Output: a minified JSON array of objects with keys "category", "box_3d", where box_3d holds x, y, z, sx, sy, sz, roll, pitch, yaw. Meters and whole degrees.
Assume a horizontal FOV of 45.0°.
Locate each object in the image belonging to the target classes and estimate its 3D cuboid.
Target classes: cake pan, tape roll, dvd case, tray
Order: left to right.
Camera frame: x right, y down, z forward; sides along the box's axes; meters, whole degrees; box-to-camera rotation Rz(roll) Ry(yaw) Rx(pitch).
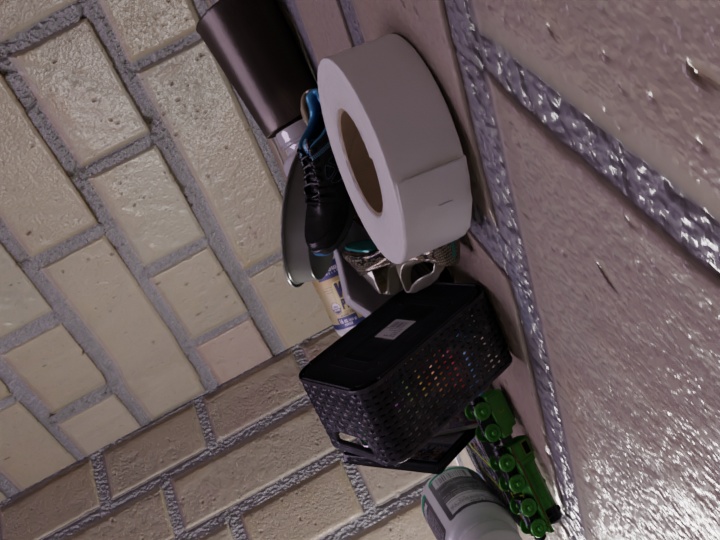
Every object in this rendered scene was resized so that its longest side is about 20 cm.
[{"category":"cake pan","box_3d":[-0.066,-0.074,1.225,0.200,0.036,0.203,6,-90,-78]},{"category":"tray","box_3d":[0.000,0.000,1.085,0.107,0.022,0.201,37,-157,-33]},{"category":"tape roll","box_3d":[0.029,-0.111,0.811,0.202,0.070,0.205,158,90,-79]},{"category":"dvd case","box_3d":[0.084,0.223,1.188,0.199,0.141,0.018,-25,-68,-58]}]

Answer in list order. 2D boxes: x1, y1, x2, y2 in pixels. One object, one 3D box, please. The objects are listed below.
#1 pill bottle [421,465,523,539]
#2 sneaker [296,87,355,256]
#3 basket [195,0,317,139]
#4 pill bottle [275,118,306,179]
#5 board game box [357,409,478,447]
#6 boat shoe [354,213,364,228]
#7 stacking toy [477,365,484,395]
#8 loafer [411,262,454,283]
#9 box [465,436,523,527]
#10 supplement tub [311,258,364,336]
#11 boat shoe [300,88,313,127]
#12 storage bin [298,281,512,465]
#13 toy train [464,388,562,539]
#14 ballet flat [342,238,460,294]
[{"category":"pill bottle","box_3d":[0.166,0.378,1.280,0.114,0.112,0.200,64,175,-15]},{"category":"sneaker","box_3d":[-0.048,-0.120,1.048,0.073,0.081,0.203,3,84,44]},{"category":"basket","box_3d":[-0.150,-0.323,1.371,0.202,0.135,0.180,60,179,-3]},{"category":"pill bottle","box_3d":[-0.053,-0.141,1.373,0.202,0.111,0.112,63,175,-5]},{"category":"board game box","box_3d":[0.080,0.188,1.241,0.200,0.197,0.026,-137,38,-75]},{"category":"boat shoe","box_3d":[0.020,-0.029,1.287,0.068,0.072,0.200,48,-169,27]},{"category":"stacking toy","box_3d":[0.059,0.145,1.184,0.111,0.198,0.116,66,175,-31]},{"category":"loafer","box_3d":[0.055,-0.058,1.044,0.063,0.072,0.201,2,127,57]},{"category":"box","box_3d":[0.200,0.280,1.317,0.162,0.044,0.200,65,175,-8]},{"category":"supplement tub","box_3d":[-0.018,0.000,1.546,0.202,0.143,0.144,63,175,-8]},{"category":"boat shoe","box_3d":[-0.039,-0.193,1.171,0.063,0.071,0.201,45,-170,-28]},{"category":"storage bin","box_3d":[0.050,0.103,0.940,0.135,0.199,0.095,2,123,55]},{"category":"toy train","box_3d":[0.196,0.244,1.100,0.202,0.056,0.042,64,160,0]},{"category":"ballet flat","box_3d":[0.043,-0.010,0.970,0.199,0.067,0.076,-16,90,58]}]
